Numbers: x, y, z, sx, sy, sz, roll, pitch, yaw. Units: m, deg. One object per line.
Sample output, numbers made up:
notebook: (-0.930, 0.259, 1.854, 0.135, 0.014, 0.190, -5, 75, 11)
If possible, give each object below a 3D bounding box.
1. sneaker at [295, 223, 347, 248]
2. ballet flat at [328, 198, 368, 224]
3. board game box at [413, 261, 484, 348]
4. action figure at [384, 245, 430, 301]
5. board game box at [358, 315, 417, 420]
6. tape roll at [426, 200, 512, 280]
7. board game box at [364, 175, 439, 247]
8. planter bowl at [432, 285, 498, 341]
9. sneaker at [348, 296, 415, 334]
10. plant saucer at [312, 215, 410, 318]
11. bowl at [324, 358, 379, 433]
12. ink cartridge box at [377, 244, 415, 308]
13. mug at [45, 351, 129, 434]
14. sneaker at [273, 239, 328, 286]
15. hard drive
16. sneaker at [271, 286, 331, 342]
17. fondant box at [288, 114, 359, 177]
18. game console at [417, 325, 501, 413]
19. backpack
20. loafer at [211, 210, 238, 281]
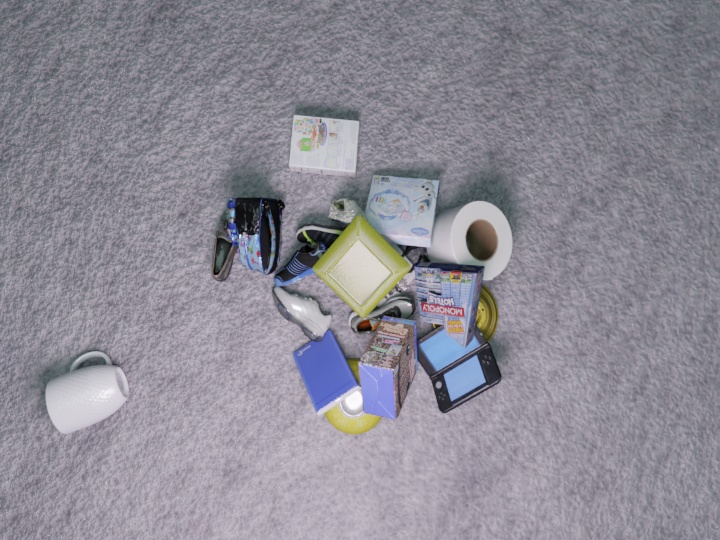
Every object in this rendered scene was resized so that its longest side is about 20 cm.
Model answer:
sneaker: (-0.100, -0.075, 1.549, 0.193, 0.072, 0.086, 3, 71, 23)
ballet flat: (-0.039, -0.162, 1.526, 0.069, 0.198, 0.075, -6, 103, -26)
board game box: (0.227, 0.089, 1.443, 0.194, 0.061, 0.208, 4, 110, 36)
action figure: (0.090, 0.000, 1.529, 0.198, 0.102, 0.121, -37, 89, -7)
board game box: (0.076, 0.248, 1.447, 0.093, 0.201, 0.165, 7, 122, 20)
tape roll: (0.293, -0.075, 1.518, 0.195, 0.138, 0.212, 1, 87, -23)
board game box: (0.111, -0.166, 1.543, 0.192, 0.044, 0.205, 6, 58, 12)
planter bowl: (0.299, 0.124, 1.557, 0.192, 0.083, 0.209, 0, 85, -1)
sneaker: (0.063, 0.134, 1.548, 0.193, 0.080, 0.076, -19, 109, 0)
plant saucer: (0.000, 0.000, 1.455, 0.199, 0.048, 0.200, 42, 106, -7)
bowl: (-0.018, 0.348, 1.521, 0.191, 0.108, 0.209, 0, 85, -1)
ink cartridge box: (0.048, -0.013, 1.595, 0.161, 0.050, 0.201, -44, 102, -5)
mug: (-0.728, 0.311, 1.511, 0.169, 0.150, 0.204, -19, 55, -8)
sneaker: (-0.167, -0.021, 1.541, 0.194, 0.070, 0.080, -20, 100, 24)
hard drive: (-0.096, 0.271, 1.509, 0.129, 0.026, 0.202, -31, 48, -2)
sneaker: (-0.166, 0.110, 1.569, 0.198, 0.075, 0.088, 40, 63, 5)
fondant box: (-0.103, -0.357, 1.610, 0.191, 0.058, 0.151, 5, 85, -1)
game console: (0.250, 0.247, 1.493, 0.197, 0.118, 0.174, -35, 41, 21)
backpack: (-0.285, -0.094, 1.531, 0.129, 0.183, 0.209, 1, 96, 8)
loafer: (-0.380, -0.072, 1.577, 0.069, 0.063, 0.209, 9, 85, 0)
